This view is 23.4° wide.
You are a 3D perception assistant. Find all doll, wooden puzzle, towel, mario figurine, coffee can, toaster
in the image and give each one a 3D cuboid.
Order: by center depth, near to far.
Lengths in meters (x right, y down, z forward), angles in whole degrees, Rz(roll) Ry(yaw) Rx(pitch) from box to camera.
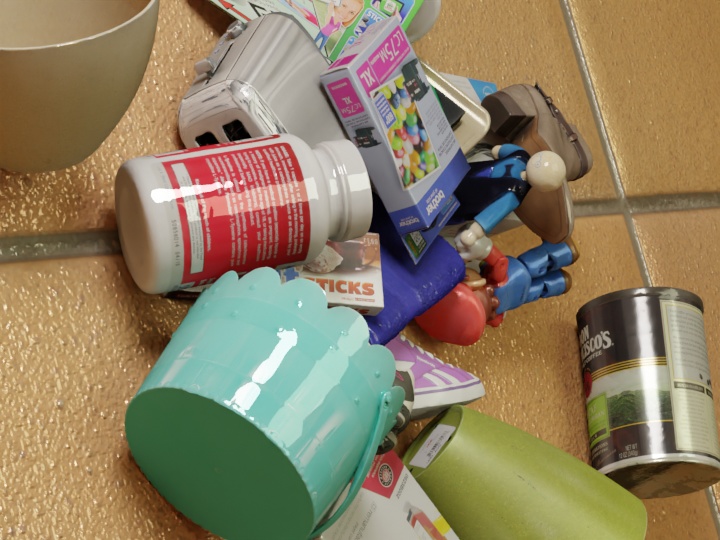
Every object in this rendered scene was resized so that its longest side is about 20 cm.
[{"bbox_3d":[-0.077,-0.123,1.582,0.201,0.113,0.130,57,41,-21],"label":"toaster"},{"bbox_3d":[0.000,0.000,1.638,0.147,0.050,0.200,41,38,11],"label":"towel"},{"bbox_3d":[0.113,-0.077,1.727,0.049,0.198,0.137,55,36,-34],"label":"doll"},{"bbox_3d":[0.024,-0.165,1.728,0.184,0.037,0.200,39,41,5],"label":"wooden puzzle"},{"bbox_3d":[0.126,0.004,1.793,0.199,0.105,0.125,-20,102,-35],"label":"mario figurine"},{"bbox_3d":[0.322,0.138,1.944,0.146,0.145,0.202,22,56,-45],"label":"coffee can"}]

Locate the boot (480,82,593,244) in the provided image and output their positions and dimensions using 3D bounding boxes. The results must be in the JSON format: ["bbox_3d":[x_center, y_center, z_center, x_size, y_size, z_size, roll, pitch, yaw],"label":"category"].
[{"bbox_3d":[0.203,-0.114,1.840,0.146,0.070,0.202,5,58,-55],"label":"boot"}]

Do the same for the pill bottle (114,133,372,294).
[{"bbox_3d":[-0.096,-0.052,1.450,0.198,0.112,0.114,-11,81,-21],"label":"pill bottle"}]

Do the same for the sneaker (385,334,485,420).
[{"bbox_3d":[0.044,0.084,1.674,0.199,0.072,0.116,3,68,-52],"label":"sneaker"}]

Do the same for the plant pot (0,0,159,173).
[{"bbox_3d":[-0.250,-0.155,1.331,0.201,0.198,0.136,-51,150,-50],"label":"plant pot"}]

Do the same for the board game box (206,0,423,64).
[{"bbox_3d":[-0.047,-0.269,1.643,0.199,0.029,0.135,32,89,-14],"label":"board game box"}]

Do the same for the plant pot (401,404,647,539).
[{"bbox_3d":[0.137,0.226,1.654,0.200,0.187,0.188,42,42,-13],"label":"plant pot"}]

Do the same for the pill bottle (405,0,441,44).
[{"bbox_3d":[0.016,-0.330,1.778,0.114,0.114,0.202,36,33,-37],"label":"pill bottle"}]

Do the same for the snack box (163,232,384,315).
[{"bbox_3d":[-0.076,-0.005,1.524,0.198,0.024,0.073,5,67,-21],"label":"snack box"}]

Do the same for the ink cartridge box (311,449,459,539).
[{"bbox_3d":[0.016,0.265,1.536,0.201,0.083,0.146,54,38,-20],"label":"ink cartridge box"}]

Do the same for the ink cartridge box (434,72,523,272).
[{"bbox_3d":[0.113,-0.100,1.852,0.115,0.067,0.202,1,73,-53],"label":"ink cartridge box"}]

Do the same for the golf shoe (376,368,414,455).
[{"bbox_3d":[-0.044,0.082,1.516,0.199,0.077,0.088,32,40,-1],"label":"golf shoe"}]

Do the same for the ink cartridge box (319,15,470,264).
[{"bbox_3d":[0.042,-0.121,1.615,0.202,0.042,0.120,64,35,-20],"label":"ink cartridge box"}]

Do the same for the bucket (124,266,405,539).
[{"bbox_3d":[-0.080,0.115,1.390,0.208,0.206,0.135,54,49,-20],"label":"bucket"}]
